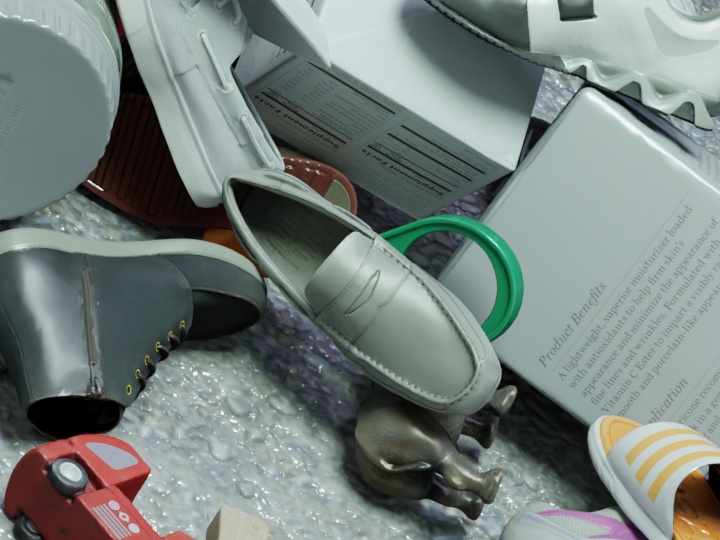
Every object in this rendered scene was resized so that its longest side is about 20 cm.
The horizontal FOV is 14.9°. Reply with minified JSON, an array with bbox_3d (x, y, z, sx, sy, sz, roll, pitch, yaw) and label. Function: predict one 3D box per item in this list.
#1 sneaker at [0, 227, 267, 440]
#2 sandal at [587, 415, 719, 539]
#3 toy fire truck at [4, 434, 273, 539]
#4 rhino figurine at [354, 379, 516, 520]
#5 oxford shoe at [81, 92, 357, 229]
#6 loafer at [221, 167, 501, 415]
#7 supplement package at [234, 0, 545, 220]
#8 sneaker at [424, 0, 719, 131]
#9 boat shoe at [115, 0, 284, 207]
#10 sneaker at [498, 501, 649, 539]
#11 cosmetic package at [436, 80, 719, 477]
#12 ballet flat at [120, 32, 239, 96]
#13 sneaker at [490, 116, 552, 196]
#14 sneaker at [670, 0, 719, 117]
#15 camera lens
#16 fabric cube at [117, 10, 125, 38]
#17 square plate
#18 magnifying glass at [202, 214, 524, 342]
[{"bbox_3d":[-0.124,0.043,1.512,0.200,0.075,0.106,4,55,-42],"label":"sneaker"},{"bbox_3d":[0.200,0.138,1.533,0.079,0.059,0.207,11,31,-34],"label":"sandal"},{"bbox_3d":[-0.074,0.157,1.408,0.200,0.049,0.141,47,33,21],"label":"toy fire truck"},{"bbox_3d":[0.044,0.073,1.621,0.087,0.060,0.200,21,29,-4],"label":"rhino figurine"},{"bbox_3d":[-0.104,-0.061,1.684,0.199,0.071,0.075,21,5,-16],"label":"oxford shoe"},{"bbox_3d":[-0.005,0.011,1.554,0.200,0.070,0.070,37,4,26],"label":"loafer"},{"bbox_3d":[0.031,-0.163,1.707,0.155,0.111,0.201,30,61,-22],"label":"supplement package"},{"bbox_3d":[0.131,-0.158,1.623,0.199,0.089,0.074,19,12,-7],"label":"sneaker"},{"bbox_3d":[-0.094,-0.128,1.578,0.072,0.068,0.201,-108,179,-64],"label":"boat shoe"},{"bbox_3d":[0.162,0.179,1.566,0.200,0.081,0.088,23,31,-22],"label":"sneaker"},{"bbox_3d":[0.171,0.003,1.690,0.200,0.165,0.165,37,11,1],"label":"cosmetic package"},{"bbox_3d":[-0.092,-0.130,1.793,0.200,0.057,0.067,3,54,-51],"label":"ballet flat"},{"bbox_3d":[0.163,-0.020,1.859,0.090,0.078,0.200,2,48,-53],"label":"sneaker"},{"bbox_3d":[0.173,-0.175,1.699,0.200,0.074,0.087,45,49,-21],"label":"sneaker"},{"bbox_3d":[-0.219,-0.145,1.579,0.160,0.160,0.200,18,34,-24],"label":"camera lens"},{"bbox_3d":[-0.142,-0.289,1.816,0.200,0.196,0.199,46,35,17],"label":"fabric cube"},{"bbox_3d":[-0.112,-0.213,1.578,0.200,0.028,0.198,32,-15,46],"label":"square plate"},{"bbox_3d":[0.000,0.000,1.615,0.199,0.080,0.022,8,13,20],"label":"magnifying glass"}]
